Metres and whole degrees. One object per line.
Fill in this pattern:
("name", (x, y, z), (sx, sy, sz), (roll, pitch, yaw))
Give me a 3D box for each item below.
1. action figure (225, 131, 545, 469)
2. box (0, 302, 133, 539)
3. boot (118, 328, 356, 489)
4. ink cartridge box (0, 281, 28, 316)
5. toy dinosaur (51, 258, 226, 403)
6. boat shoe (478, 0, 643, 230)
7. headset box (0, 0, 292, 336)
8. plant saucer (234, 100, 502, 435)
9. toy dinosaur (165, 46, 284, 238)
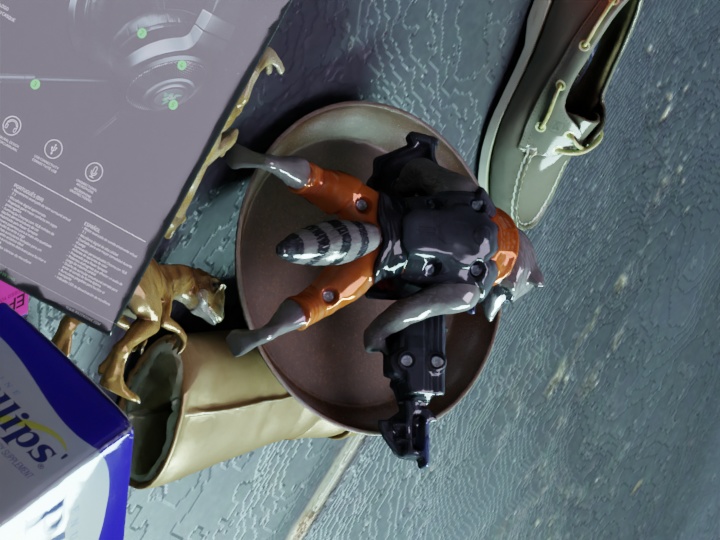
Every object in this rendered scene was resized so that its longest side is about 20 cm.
("action figure", (0.020, 0.012, 1.452), (0.192, 0.104, 0.202), (-2, 82, -27))
("box", (-0.223, 0.152, 1.292), (0.200, 0.105, 0.185), (-37, 155, -32))
("boot", (-0.051, 0.042, 1.539), (0.199, 0.066, 0.176), (-6, 115, -51))
("ink cartridge box", (-0.209, -0.013, 1.274), (0.094, 0.037, 0.201), (-28, 140, -43))
("toy dinosaur", (-0.134, 0.010, 1.389), (0.107, 0.060, 0.200), (-65, 163, -3))
("boat shoe", (0.134, -0.113, 1.689), (0.072, 0.060, 0.203), (-14, 127, -52))
("headset box", (-0.150, -0.102, 1.155), (0.174, 0.093, 0.201), (28, 90, -33))
("plant saucer", (0.000, 0.000, 1.519), (0.199, 0.034, 0.202), (7, 79, -36))
("toy dinosaur", (-0.087, -0.086, 1.345), (0.200, 0.058, 0.102), (94, 20, -60))
